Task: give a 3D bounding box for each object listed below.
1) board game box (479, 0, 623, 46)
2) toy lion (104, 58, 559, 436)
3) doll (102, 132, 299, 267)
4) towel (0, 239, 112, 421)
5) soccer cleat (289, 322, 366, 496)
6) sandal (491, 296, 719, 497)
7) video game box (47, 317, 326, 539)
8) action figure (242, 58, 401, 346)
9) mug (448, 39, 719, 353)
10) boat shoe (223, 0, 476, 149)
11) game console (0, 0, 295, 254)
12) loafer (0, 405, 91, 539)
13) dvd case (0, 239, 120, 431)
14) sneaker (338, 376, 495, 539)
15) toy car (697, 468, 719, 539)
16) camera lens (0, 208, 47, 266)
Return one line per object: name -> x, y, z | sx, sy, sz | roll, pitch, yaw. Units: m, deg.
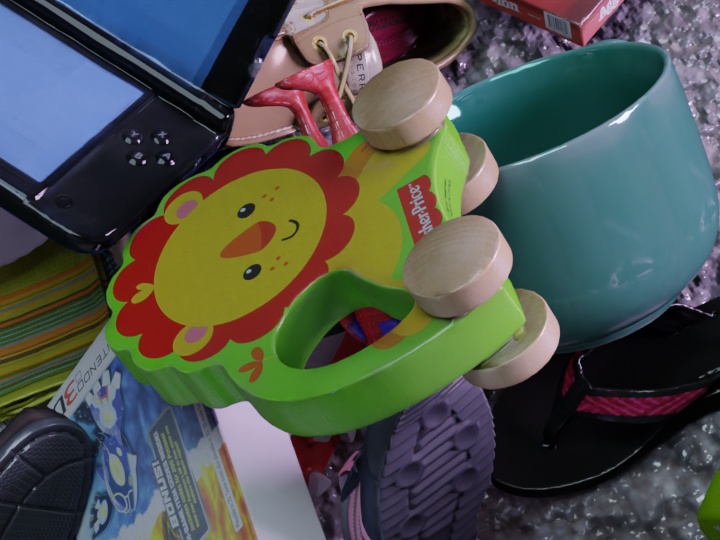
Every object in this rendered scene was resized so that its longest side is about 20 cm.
board game box -> 0.136, -0.210, 1.546 | 0.103, 0.019, 0.200 | 27, 61, 28
toy lion -> -0.025, 0.004, 1.268 | 0.192, 0.069, 0.200 | -29, 37, 9
doll -> -0.077, -0.047, 1.502 | 0.200, 0.048, 0.136 | 13, 47, 44
towel -> -0.187, -0.013, 1.531 | 0.086, 0.018, 0.200 | -22, 55, 4
soccer cleat -> -0.037, 0.050, 1.446 | 0.085, 0.069, 0.200 | 19, 64, 36
sandal -> 0.147, 0.046, 1.396 | 0.200, 0.045, 0.075 | -25, 57, 2
video game box -> -0.097, 0.123, 1.368 | 0.182, 0.047, 0.200 | -54, 44, 38
action figure -> 0.000, 0.000, 1.383 | 0.052, 0.065, 0.200 | -27, 93, -32
mug -> 0.112, -0.036, 1.404 | 0.185, 0.115, 0.152 | -30, 21, -24
boat shoe -> -0.016, -0.112, 1.478 | 0.066, 0.074, 0.200 | 15, 33, 37
game console -> -0.150, -0.134, 1.355 | 0.200, 0.118, 0.171 | 32, 47, 14
loafer -> -0.197, 0.148, 1.396 | 0.063, 0.072, 0.200 | 41, 112, 47
dvd case -> -0.208, 0.006, 1.550 | 0.146, 0.022, 0.200 | -44, 56, -10
sneaker -> 0.015, 0.099, 1.317 | 0.070, 0.200, 0.082 | -27, 53, -23
toy car -> 0.243, 0.042, 1.267 | 0.158, 0.200, 0.164 | 21, 68, 15
camera lens -> -0.240, -0.113, 1.506 | 0.160, 0.160, 0.200 | -31, 53, -1
